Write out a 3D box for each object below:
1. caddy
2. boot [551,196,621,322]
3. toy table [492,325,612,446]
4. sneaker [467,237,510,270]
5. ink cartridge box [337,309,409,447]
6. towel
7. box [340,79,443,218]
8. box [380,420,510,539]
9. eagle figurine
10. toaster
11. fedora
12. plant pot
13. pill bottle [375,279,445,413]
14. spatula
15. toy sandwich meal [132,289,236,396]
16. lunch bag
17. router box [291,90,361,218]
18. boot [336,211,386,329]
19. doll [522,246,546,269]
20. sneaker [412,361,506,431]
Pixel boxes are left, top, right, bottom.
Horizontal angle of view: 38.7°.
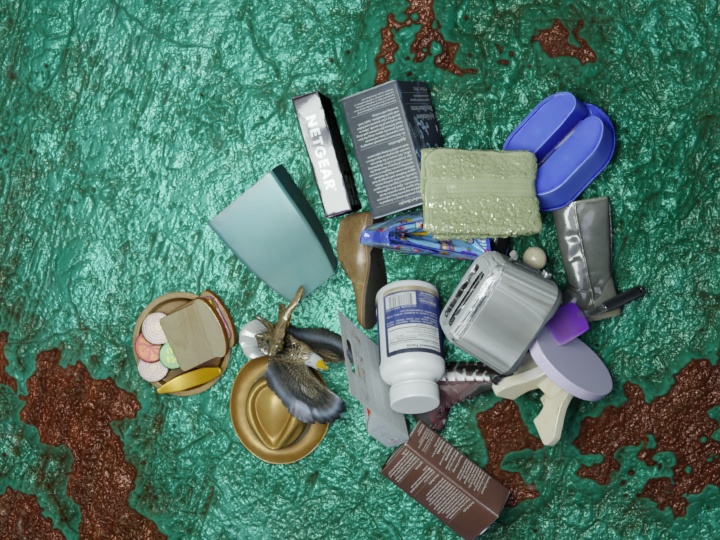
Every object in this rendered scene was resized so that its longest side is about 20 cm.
[{"bbox_3d":[0.325,-0.194,1.691,0.200,0.105,0.142,-46,64,9],"label":"caddy"},{"bbox_3d":[0.346,-0.012,1.716,0.179,0.073,0.203,-13,99,-6],"label":"boot"},{"bbox_3d":[0.310,0.177,1.678,0.199,0.185,0.117,27,124,-32],"label":"toy table"},{"bbox_3d":[0.225,0.000,1.738,0.077,0.070,0.202,23,102,-1],"label":"sneaker"},{"bbox_3d":[0.005,0.180,1.681,0.057,0.200,0.164,-27,50,21],"label":"ink cartridge box"},{"bbox_3d":[0.189,-0.121,1.604,0.197,0.036,0.151,0,78,-13],"label":"towel"},{"bbox_3d":[0.065,-0.201,1.688,0.106,0.148,0.203,-15,93,24],"label":"box"},{"bbox_3d":[0.145,0.360,1.750,0.199,0.075,0.100,39,131,4],"label":"box"},{"bbox_3d":[-0.095,0.149,1.719,0.151,0.200,0.152,-33,47,7],"label":"eagle figurine"},{"bbox_3d":[0.212,0.068,1.606,0.128,0.114,0.201,29,105,-14],"label":"toaster"},{"bbox_3d":[-0.147,0.245,1.792,0.197,0.082,0.204,1,95,8],"label":"fedora"},{"bbox_3d":[-0.134,-0.054,1.743,0.141,0.141,0.201,-38,96,8],"label":"plant pot"},{"bbox_3d":[0.084,0.128,1.699,0.109,0.111,0.203,-7,62,8],"label":"pill bottle"},{"bbox_3d":[0.388,0.063,1.673,0.198,0.021,0.057,-20,68,-25],"label":"spatula"},{"bbox_3d":[-0.315,0.131,1.811,0.202,0.070,0.209,1,94,7],"label":"toy sandwich meal"},{"bbox_3d":[0.096,-0.063,1.671,0.197,0.150,0.096,-2,94,-16],"label":"lunch bag"},{"bbox_3d":[-0.055,-0.192,1.714,0.050,0.149,0.203,-16,92,7],"label":"router box"},{"bbox_3d":[0.000,0.000,1.772,0.074,0.073,0.204,1,90,26],"label":"boot"},{"bbox_3d":[0.233,0.042,1.686,0.136,0.048,0.200,40,96,-11],"label":"doll"},{"bbox_3d":[0.162,0.220,1.764,0.197,0.076,0.118,1,100,17],"label":"sneaker"}]
